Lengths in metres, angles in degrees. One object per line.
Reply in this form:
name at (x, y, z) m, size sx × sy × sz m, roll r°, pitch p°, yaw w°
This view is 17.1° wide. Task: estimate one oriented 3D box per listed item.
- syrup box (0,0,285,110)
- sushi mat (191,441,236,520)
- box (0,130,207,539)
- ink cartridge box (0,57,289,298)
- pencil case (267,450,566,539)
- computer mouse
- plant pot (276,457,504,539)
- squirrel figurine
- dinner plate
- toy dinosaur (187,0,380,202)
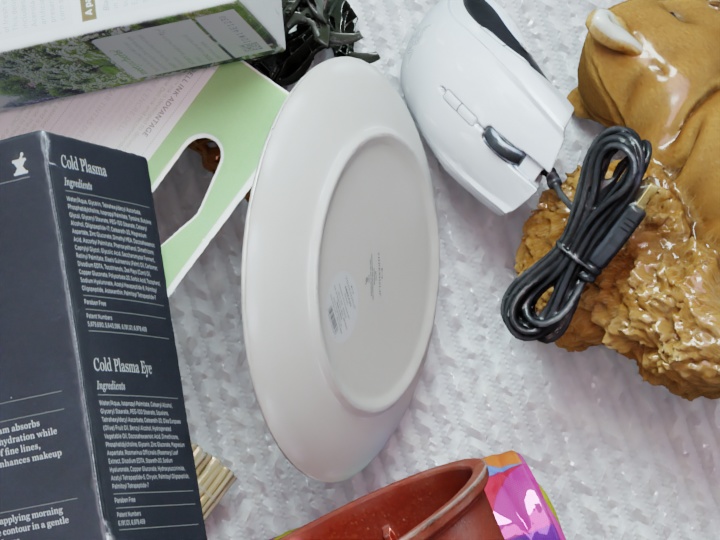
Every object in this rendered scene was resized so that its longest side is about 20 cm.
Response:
syrup box at (-0.142, -0.127, 1.095) m, size 0.200 × 0.079 × 0.082 m, roll -10°, pitch 76°, yaw 13°
sushi mat at (-0.150, 0.152, 1.144) m, size 0.096 × 0.012 × 0.200 m, roll 41°, pitch 82°, yaw -29°
box at (-0.188, 0.051, 1.065) m, size 0.200 × 0.104 × 0.182 m, roll -12°, pitch 83°, yaw 19°
ink cartridge box at (-0.136, -0.070, 1.146) m, size 0.200 × 0.048 × 0.146 m, roll 36°, pitch 88°, yaw 17°
pencil case at (0.001, 0.155, 1.149) m, size 0.200 × 0.088 × 0.089 m, roll -20°, pitch 80°, yaw -6°
computer mouse at (0.065, -0.066, 1.167) m, size 0.110 × 0.044 × 0.200 m, roll -58°, pitch 45°, yaw 25°
plant pot at (0.010, 0.212, 1.008) m, size 0.201 × 0.201 × 0.195 m, roll -29°, pitch 92°, yaw -9°
squirrel figurine at (0.161, -0.042, 1.174) m, size 0.200 × 0.142 × 0.187 m, roll -41°, pitch 77°, yaw -13°
dinner plate at (0.000, 0.000, 1.126) m, size 0.024 × 0.200 × 0.201 m, roll 3°, pitch 76°, yaw 27°
toy dinosaur at (-0.070, -0.107, 1.208) m, size 0.136 × 0.102 × 0.200 m, roll -34°, pitch 100°, yaw 5°
